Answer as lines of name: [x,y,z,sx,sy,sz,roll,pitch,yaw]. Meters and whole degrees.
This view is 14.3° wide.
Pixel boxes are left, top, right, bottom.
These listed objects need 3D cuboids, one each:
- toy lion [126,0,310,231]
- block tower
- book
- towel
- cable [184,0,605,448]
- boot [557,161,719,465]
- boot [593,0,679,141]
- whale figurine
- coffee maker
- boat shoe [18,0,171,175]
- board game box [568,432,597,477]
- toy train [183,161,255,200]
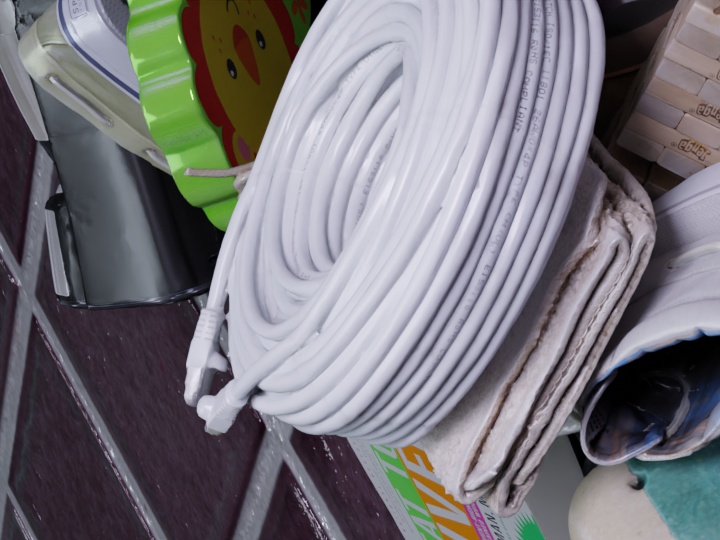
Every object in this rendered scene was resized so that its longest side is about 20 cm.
toy lion: [-0.064,-0.120,1.307,0.192,0.069,0.200,64,-157,-20]
block tower: [0.123,-0.047,1.101,0.054,0.058,0.200,26,137,0]
book: [0.061,0.109,1.367,0.200,0.048,0.134,24,142,63]
towel: [0.047,-0.003,1.106,0.133,0.034,0.200,-63,23,14]
cable: [0.017,-0.032,1.065,0.200,0.069,0.200,-22,49,62]
boot: [0.091,0.035,1.085,0.074,0.096,0.200,38,137,-13]
boot: [0.087,-0.067,1.222,0.200,0.074,0.075,2,121,64]
whale figurine: [0.164,0.142,1.120,0.200,0.104,0.159,54,-177,-28]
coffee maker: [-0.119,-0.084,1.584,0.192,0.135,0.200,6,116,65]
boat shoe: [-0.075,-0.073,1.375,0.062,0.072,0.200,-27,126,36]
board game box: [0.065,0.044,1.405,0.200,0.035,0.126,56,155,29]
toy train: [0.000,0.000,1.267,0.085,0.200,0.116,25,116,49]
